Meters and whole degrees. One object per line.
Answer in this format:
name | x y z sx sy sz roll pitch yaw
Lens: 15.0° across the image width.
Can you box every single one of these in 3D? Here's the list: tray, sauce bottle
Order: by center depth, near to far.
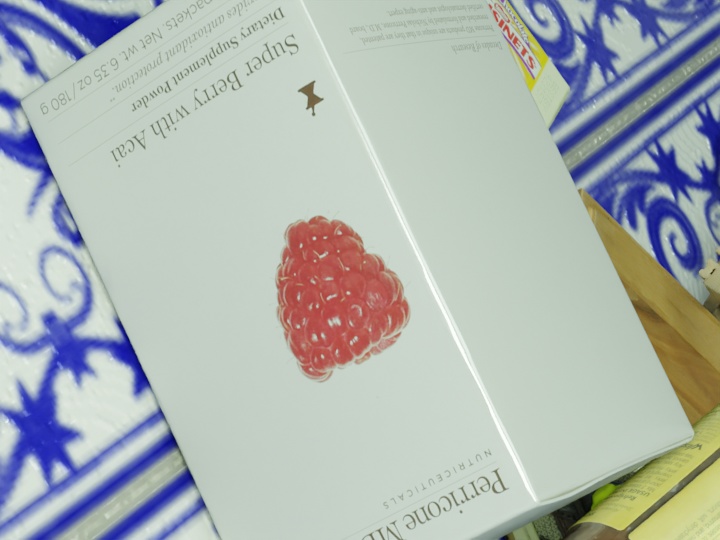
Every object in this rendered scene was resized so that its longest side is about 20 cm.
sauce bottle | 0.095 0.106 0.920 0.200 0.065 0.065 -34 95 -28
tray | 0.141 0.064 1.148 0.200 0.037 0.099 41 36 -28

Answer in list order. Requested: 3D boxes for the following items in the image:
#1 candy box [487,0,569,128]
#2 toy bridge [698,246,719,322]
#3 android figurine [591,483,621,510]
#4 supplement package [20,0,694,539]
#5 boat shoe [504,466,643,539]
candy box | 0.011 -0.127 1.124 0.200 0.026 0.102 53 30 -13
toy bridge | 0.189 0.035 1.210 0.067 0.027 0.200 35 -5 35
android figurine | 0.125 0.171 0.980 0.182 0.041 0.200 -39 101 -30
supplement package | 0.000 0.000 0.915 0.120 0.121 0.201 -14 76 -58
boat shoe | 0.089 0.082 1.030 0.200 0.065 0.073 53 30 -14
